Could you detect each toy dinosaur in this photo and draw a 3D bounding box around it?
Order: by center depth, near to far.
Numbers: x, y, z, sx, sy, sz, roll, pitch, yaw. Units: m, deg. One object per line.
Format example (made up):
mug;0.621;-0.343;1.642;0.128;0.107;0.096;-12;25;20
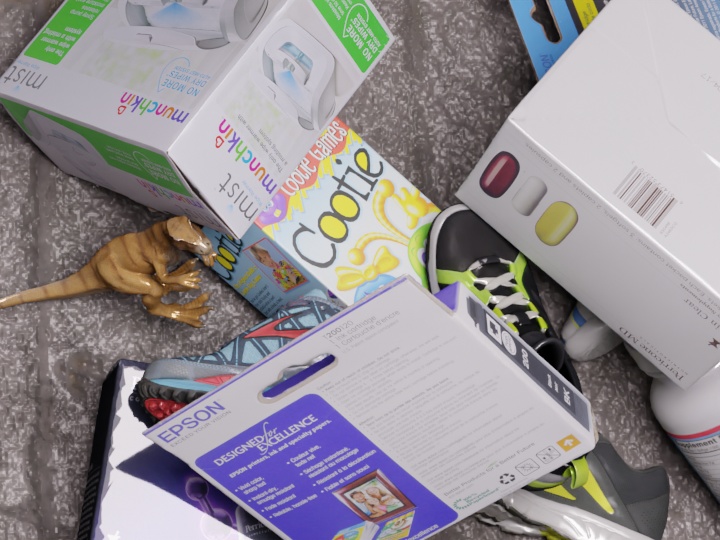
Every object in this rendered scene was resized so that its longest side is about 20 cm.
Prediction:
toy dinosaur;-0.157;0.000;1.380;0.106;0.200;0.061;31;50;-37

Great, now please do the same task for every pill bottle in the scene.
pill bottle;0.270;0.101;1.433;0.109;0.109;0.200;-43;107;-16

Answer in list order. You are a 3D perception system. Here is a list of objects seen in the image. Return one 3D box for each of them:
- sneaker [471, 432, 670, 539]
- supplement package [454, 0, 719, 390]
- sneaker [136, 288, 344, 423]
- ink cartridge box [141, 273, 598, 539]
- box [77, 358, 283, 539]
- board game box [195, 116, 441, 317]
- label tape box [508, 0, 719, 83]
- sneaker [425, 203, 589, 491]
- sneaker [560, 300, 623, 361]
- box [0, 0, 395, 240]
sneaker;0.127;0.142;1.442;0.199;0.074;0.085;27;69;-17
supplement package;0.193;-0.056;1.332;0.200;0.111;0.156;40;62;4
sneaker;-0.041;0.061;1.309;0.199;0.079;0.096;0;57;-7
ink cartridge box;0.006;0.087;1.234;0.200;0.198;0.043;42;28;-38
box;-0.108;0.169;1.358;0.147;0.104;0.201;9;79;-11
board game box;0.000;0.000;1.407;0.200;0.105;0.103;42;63;-4
label tape box;0.197;-0.173;1.489;0.199;0.063;0.145;-8;60;-15
sneaker;0.106;0.043;1.327;0.071;0.083;0.201;-16;79;-26
sneaker;0.188;-0.031;1.491;0.105;0.076;0.200;39;74;15
box;-0.110;-0.133;1.359;0.177;0.200;0.097;-52;133;-16
